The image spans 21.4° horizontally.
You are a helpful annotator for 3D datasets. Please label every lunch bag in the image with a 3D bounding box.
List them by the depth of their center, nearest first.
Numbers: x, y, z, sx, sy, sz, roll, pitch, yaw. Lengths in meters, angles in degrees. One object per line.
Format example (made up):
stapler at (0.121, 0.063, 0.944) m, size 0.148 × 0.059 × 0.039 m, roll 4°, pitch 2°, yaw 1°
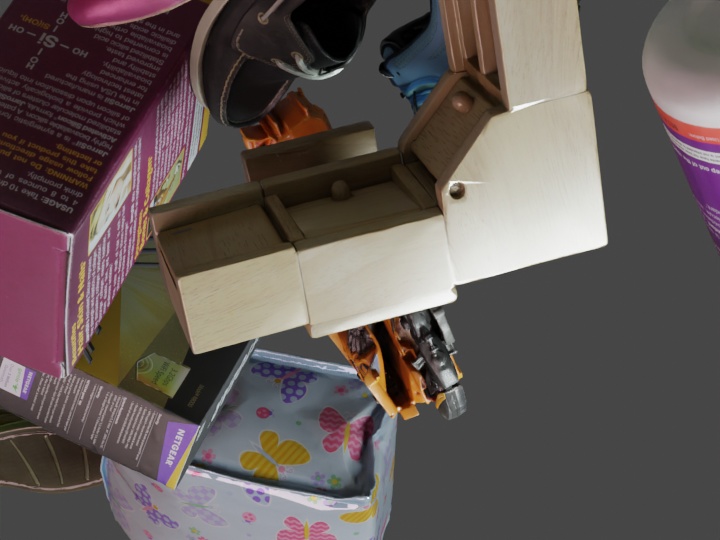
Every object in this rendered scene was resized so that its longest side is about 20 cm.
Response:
lunch bag at (-0.079, 0.133, 1.295) m, size 0.199 × 0.128 × 0.170 m, roll 9°, pitch 142°, yaw 6°

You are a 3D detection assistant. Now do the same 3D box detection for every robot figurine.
robot figurine at (0.000, 0.000, 1.102) m, size 0.145 × 0.058 × 0.201 m, roll 50°, pitch 166°, yaw 58°

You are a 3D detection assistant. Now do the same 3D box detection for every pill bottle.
pill bottle at (0.216, -0.049, 0.921) m, size 0.112 × 0.113 × 0.200 m, roll -3°, pitch 134°, yaw 32°

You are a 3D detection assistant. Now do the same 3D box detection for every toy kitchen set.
toy kitchen set at (-0.013, -0.091, 0.900) m, size 0.199 × 0.163 × 0.181 m, roll -15°, pitch 115°, yaw -10°

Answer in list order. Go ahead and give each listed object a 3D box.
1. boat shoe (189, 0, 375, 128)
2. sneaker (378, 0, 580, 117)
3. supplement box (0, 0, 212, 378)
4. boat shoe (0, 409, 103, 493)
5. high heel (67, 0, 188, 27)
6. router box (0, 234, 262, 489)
boat shoe at (-0.035, -0.128, 0.993) m, size 0.068 × 0.072 × 0.200 m, roll 59°, pitch 144°, yaw 16°
sneaker at (0.053, -0.096, 1.005) m, size 0.090 × 0.078 × 0.201 m, roll 27°, pitch 135°, yaw 14°
supplement box at (-0.162, -0.066, 1.047) m, size 0.103 × 0.201 × 0.131 m, roll 21°, pitch 141°, yaw 5°
boat shoe at (-0.265, 0.123, 1.439) m, size 0.199 × 0.068 × 0.072 m, roll -4°, pitch 128°, yaw 4°
high heel at (-0.068, -0.196, 0.876) m, size 0.199 × 0.067 × 0.096 m, roll -32°, pitch 131°, yaw 4°
router box at (-0.143, 0.027, 1.143) m, size 0.156 × 0.200 × 0.052 m, roll 25°, pitch 121°, yaw 1°
